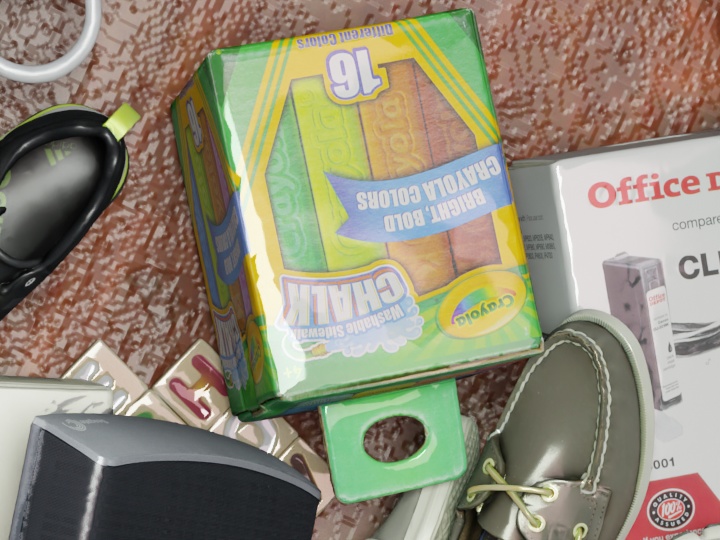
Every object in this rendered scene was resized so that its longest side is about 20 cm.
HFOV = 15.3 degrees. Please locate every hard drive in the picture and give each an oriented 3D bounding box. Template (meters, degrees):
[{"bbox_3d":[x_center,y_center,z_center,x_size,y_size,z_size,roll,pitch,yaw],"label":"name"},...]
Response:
[{"bbox_3d":[-0.083,0.133,1.153,0.042,0.200,0.135,9,86,29],"label":"hard drive"}]

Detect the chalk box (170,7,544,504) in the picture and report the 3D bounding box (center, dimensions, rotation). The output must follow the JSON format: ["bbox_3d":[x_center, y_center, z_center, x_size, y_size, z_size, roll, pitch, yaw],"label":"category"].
[{"bbox_3d":[0.000,0.000,1.193,0.124,0.124,0.200,-12,85,-13],"label":"chalk box"}]

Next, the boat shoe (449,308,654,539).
[{"bbox_3d":[0.077,0.115,1.199,0.060,0.072,0.202,-11,121,-52],"label":"boat shoe"}]

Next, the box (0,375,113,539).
[{"bbox_3d":[-0.151,0.147,1.185,0.068,0.082,0.200,2,91,-14],"label":"box"}]

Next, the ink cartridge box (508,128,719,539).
[{"bbox_3d":[0.158,0.035,1.264,0.144,0.084,0.200,-9,91,-14],"label":"ink cartridge box"}]

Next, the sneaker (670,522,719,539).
[{"bbox_3d":[0.155,0.207,1.225,0.077,0.085,0.200,-13,133,-9],"label":"sneaker"}]

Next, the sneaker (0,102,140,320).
[{"bbox_3d":[-0.178,-0.007,1.183,0.072,0.083,0.200,44,81,-9],"label":"sneaker"}]

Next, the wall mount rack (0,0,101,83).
[{"bbox_3d":[-0.193,-0.174,1.189,0.174,0.075,0.200,-12,93,-17],"label":"wall mount rack"}]

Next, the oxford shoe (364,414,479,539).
[{"bbox_3d":[0.006,0.157,1.239,0.058,0.075,0.200,18,83,20],"label":"oxford shoe"}]

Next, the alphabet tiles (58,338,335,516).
[{"bbox_3d":[-0.108,0.137,1.239,0.167,0.008,0.200,45,81,-9],"label":"alphabet tiles"}]
